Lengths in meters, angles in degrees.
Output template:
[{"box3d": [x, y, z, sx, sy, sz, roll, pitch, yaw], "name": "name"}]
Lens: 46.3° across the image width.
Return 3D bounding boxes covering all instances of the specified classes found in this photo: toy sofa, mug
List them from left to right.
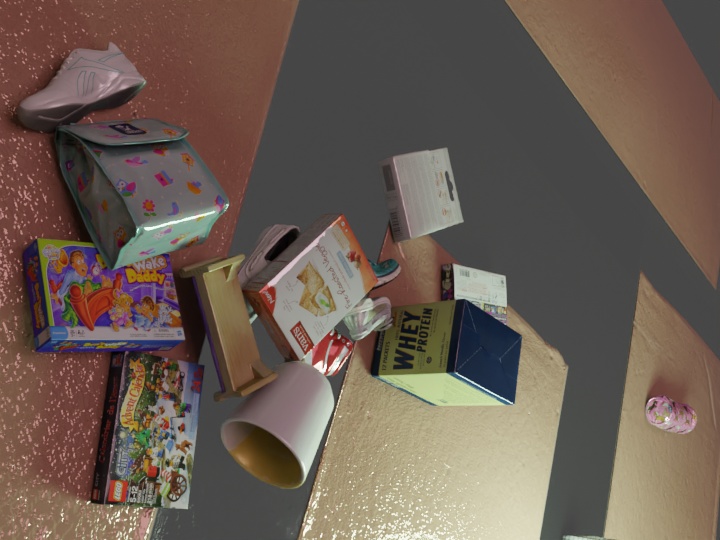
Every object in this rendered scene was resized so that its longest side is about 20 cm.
[{"box3d": [-0.204, 0.084, 1.242, 0.082, 0.096, 0.205, -23, 101, -52], "name": "toy sofa"}, {"box3d": [-0.122, 0.232, 1.303, 0.148, 0.187, 0.154, 37, 50, -4], "name": "mug"}]

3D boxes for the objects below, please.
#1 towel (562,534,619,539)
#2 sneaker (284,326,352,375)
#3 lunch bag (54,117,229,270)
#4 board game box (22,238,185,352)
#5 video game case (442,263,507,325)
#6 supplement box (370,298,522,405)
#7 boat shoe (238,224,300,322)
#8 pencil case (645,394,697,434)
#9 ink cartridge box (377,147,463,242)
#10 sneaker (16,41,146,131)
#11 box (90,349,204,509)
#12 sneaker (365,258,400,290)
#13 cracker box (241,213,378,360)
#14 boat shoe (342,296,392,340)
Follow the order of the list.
[{"box3d": [0.541, 0.692, 1.895, 0.085, 0.197, 0.168, 41, 56, -35], "name": "towel"}, {"box3d": [-0.067, 0.080, 1.419, 0.111, 0.070, 0.206, 9, 84, -42], "name": "sneaker"}, {"box3d": [-0.302, -0.126, 1.146, 0.169, 0.122, 0.202, -19, 72, -48], "name": "lunch bag"}, {"box3d": [-0.338, 0.036, 1.120, 0.197, 0.044, 0.137, 5, 64, -48], "name": "board game box"}, {"box3d": [0.244, 0.090, 1.787, 0.197, 0.035, 0.186, 10, 76, -46], "name": "video game case"}, {"box3d": [0.161, 0.158, 1.562, 0.198, 0.197, 0.137, 30, 62, -40], "name": "supplement box"}, {"box3d": [-0.155, 0.004, 1.338, 0.074, 0.064, 0.203, 43, 54, -34], "name": "boat shoe"}, {"box3d": [0.895, 0.416, 2.421, 0.198, 0.086, 0.084, 22, 37, -44], "name": "pencil case"}, {"box3d": [0.122, -0.156, 1.690, 0.198, 0.049, 0.165, -19, 98, -52], "name": "ink cartridge box"}, {"box3d": [-0.385, -0.248, 1.135, 0.081, 0.070, 0.200, 56, 43, -4], "name": "sneaker"}, {"box3d": [-0.292, 0.223, 1.170, 0.135, 0.037, 0.205, 18, 70, -45], "name": "box"}, {"box3d": [0.000, 0.000, 1.508, 0.198, 0.077, 0.081, -14, 85, -48], "name": "sneaker"}, {"box3d": [-0.075, 0.024, 1.327, 0.200, 0.057, 0.136, -44, 118, -28], "name": "cracker box"}, {"box3d": [0.013, 0.085, 1.464, 0.202, 0.073, 0.066, 15, 60, -77], "name": "boat shoe"}]
